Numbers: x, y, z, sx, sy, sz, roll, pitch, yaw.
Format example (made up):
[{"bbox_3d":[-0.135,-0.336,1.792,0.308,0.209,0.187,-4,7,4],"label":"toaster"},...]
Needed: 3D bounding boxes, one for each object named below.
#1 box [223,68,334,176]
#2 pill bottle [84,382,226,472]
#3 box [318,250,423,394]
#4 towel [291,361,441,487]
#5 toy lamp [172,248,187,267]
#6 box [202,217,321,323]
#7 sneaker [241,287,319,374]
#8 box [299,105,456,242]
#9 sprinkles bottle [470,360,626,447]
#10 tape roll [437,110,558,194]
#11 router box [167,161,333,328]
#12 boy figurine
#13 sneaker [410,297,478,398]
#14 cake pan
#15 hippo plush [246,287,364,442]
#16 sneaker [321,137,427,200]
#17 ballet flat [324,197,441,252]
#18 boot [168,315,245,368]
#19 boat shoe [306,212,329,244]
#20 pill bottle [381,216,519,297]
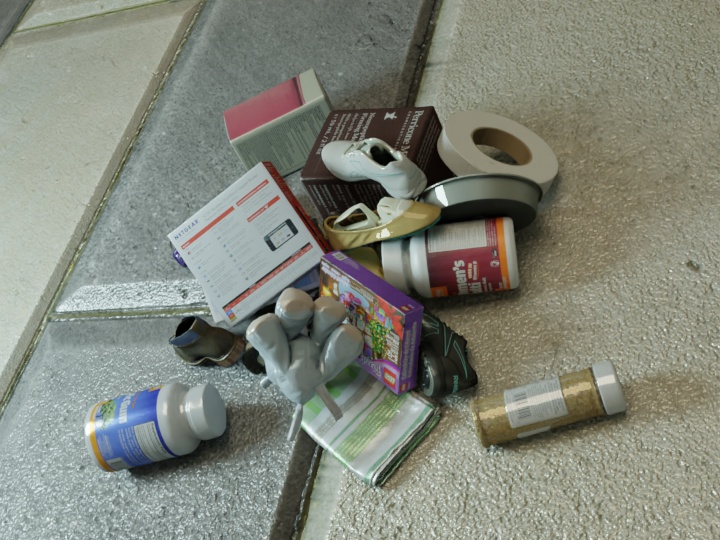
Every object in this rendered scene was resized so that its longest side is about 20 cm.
[{"bbox_3d":[-0.143,-0.271,1.825,0.199,0.128,0.109,-25,44,4],"label":"box"},{"bbox_3d":[-0.314,0.237,1.480,0.198,0.112,0.113,-17,46,14],"label":"pill bottle"},{"bbox_3d":[0.010,0.074,1.413,0.039,0.138,0.200,-19,36,-34],"label":"box"},{"bbox_3d":[0.003,0.210,1.400,0.149,0.031,0.199,-45,46,-15],"label":"towel"},{"bbox_3d":[-0.266,-0.085,1.778,0.200,0.058,0.058,-44,46,-15],"label":"toy lamp"},{"bbox_3d":[-0.156,-0.001,1.576,0.199,0.113,0.101,-21,1,15],"label":"box"},{"bbox_3d":[-0.118,0.077,1.553,0.199,0.077,0.089,-35,36,-8],"label":"sneaker"},{"bbox_3d":[0.036,-0.159,1.609,0.198,0.165,0.167,2,53,28],"label":"box"},{"bbox_3d":[0.248,0.178,1.274,0.198,0.068,0.069,-18,46,13],"label":"sprinkles bottle"},{"bbox_3d":[0.222,-0.188,1.549,0.201,0.037,0.204,13,39,-11],"label":"tape roll"},{"bbox_3d":[-0.172,-0.040,1.497,0.199,0.049,0.180,-35,88,15],"label":"router box"},{"bbox_3d":[0.000,0.000,1.526,0.123,0.065,0.202,-8,67,-18],"label":"boy figurine"},{"bbox_3d":[0.112,0.113,1.416,0.079,0.076,0.201,-4,39,-12],"label":"sneaker"},{"bbox_3d":[0.182,-0.093,1.469,0.199,0.200,0.037,-10,70,19],"label":"cake pan"},{"bbox_3d":[-0.080,0.125,1.431,0.158,0.201,0.161,-22,0,-11],"label":"hippo plush"},{"bbox_3d":[0.013,-0.174,1.464,0.199,0.080,0.071,22,68,38],"label":"sneaker"},{"bbox_3d":[0.025,-0.075,1.435,0.199,0.063,0.069,-16,27,33],"label":"ballet flat"},{"bbox_3d":[-0.273,0.104,1.557,0.199,0.097,0.075,-3,54,51],"label":"boot"},{"bbox_3d":[-0.121,-0.084,1.700,0.200,0.059,0.072,44,119,48],"label":"boat shoe"},{"bbox_3d":[0.137,-0.017,1.453,0.198,0.110,0.110,-7,48,10],"label":"pill bottle"}]
